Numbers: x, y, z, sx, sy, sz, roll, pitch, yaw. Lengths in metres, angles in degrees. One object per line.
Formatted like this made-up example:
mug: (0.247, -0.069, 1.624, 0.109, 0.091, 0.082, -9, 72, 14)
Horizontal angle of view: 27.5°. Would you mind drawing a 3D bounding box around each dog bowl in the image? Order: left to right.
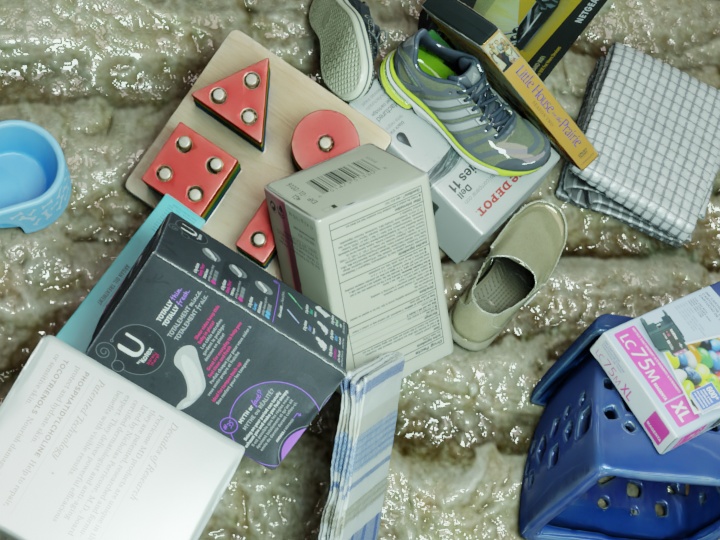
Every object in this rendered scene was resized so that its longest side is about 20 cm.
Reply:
dog bowl: (-0.375, -0.083, 1.422, 0.199, 0.050, 0.112, -18, 75, -23)

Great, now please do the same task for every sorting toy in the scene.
sorting toy: (-0.102, -0.112, 1.464, 0.199, 0.070, 0.200, 34, 84, 3)

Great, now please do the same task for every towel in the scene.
towel: (0.000, 0.178, 1.349, 0.024, 0.147, 0.202, 11, 100, 17)
towel: (0.316, -0.136, 1.641, 0.165, 0.086, 0.201, 26, 62, -8)

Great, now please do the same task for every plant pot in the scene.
plant pot: (0.277, 0.160, 1.453, 0.198, 0.200, 0.181, 9, 60, -14)

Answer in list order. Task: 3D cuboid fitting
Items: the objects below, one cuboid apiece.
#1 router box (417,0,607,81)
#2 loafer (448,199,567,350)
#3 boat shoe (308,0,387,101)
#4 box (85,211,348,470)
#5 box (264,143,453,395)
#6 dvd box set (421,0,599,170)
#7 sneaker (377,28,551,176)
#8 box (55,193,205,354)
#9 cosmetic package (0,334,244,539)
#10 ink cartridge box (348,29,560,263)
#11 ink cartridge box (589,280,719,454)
router box: (0.164, -0.289, 1.586, 0.156, 0.200, 0.053, 12, 65, -11)
loafer: (0.165, -0.001, 1.547, 0.075, 0.068, 0.201, 36, 63, -1)
boat shoe: (-0.007, -0.239, 1.552, 0.062, 0.075, 0.201, 22, 28, -25)
box: (-0.123, 0.062, 1.305, 0.199, 0.123, 0.106, 33, 19, -12)
box: (0.000, 0.000, 1.416, 0.127, 0.109, 0.201, -23, 122, -24)
dvd box set: (0.156, -0.200, 1.538, 0.029, 0.146, 0.200, -44, 126, 2)
sneaker: (0.111, -0.169, 1.495, 0.199, 0.081, 0.074, 33, 64, -1)
box: (-0.227, 0.027, 1.407, 0.049, 0.082, 0.201, 34, 63, 0)
cosmetic package: (-0.238, 0.194, 1.290, 0.199, 0.167, 0.167, 30, 64, -5)
ink cartridge box: (0.091, -0.131, 1.567, 0.200, 0.083, 0.147, 44, 64, 3)
ink cartridge box: (0.325, 0.081, 1.383, 0.199, 0.042, 0.120, -19, 65, -32)
